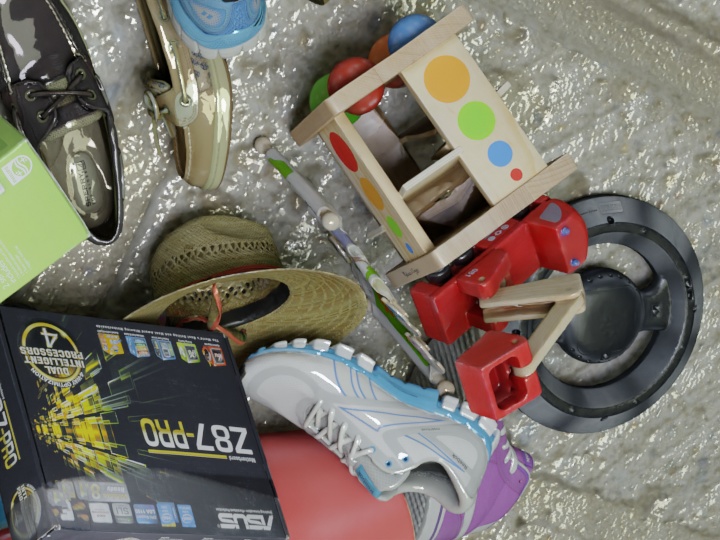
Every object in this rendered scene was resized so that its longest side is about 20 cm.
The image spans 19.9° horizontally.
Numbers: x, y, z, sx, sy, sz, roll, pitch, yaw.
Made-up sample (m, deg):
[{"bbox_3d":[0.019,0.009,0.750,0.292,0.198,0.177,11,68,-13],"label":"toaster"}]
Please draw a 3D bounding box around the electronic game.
[{"bbox_3d":[0.192,0.036,1.665,0.200,0.042,0.200,-7,107,-23],"label":"electronic game"}]

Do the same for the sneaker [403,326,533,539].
[{"bbox_3d":[0.094,0.125,1.635,0.114,0.073,0.201,-2,121,-33],"label":"sneaker"}]

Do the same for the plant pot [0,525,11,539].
[{"bbox_3d":[-0.192,0.257,1.370,0.200,0.200,0.183,-16,81,-24],"label":"plant pot"}]

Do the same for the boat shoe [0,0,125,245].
[{"bbox_3d":[-0.197,-0.108,1.366,0.073,0.065,0.200,-29,121,-15],"label":"boat shoe"}]

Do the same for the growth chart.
[{"bbox_3d":[0.000,0.000,1.481,0.018,0.145,0.200,-37,126,-4],"label":"growth chart"}]

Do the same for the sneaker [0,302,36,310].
[{"bbox_3d":[-0.229,0.113,1.443,0.115,0.075,0.200,6,117,-37],"label":"sneaker"}]

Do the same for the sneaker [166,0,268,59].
[{"bbox_3d":[-0.110,-0.238,1.301,0.078,0.090,0.200,-25,76,-15],"label":"sneaker"}]

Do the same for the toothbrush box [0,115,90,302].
[{"bbox_3d":[-0.294,-0.017,1.299,0.200,0.146,0.086,-37,124,-13],"label":"toothbrush box"}]

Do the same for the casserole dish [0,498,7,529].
[{"bbox_3d":[-0.299,0.113,1.367,0.199,0.039,0.121,0,110,7],"label":"casserole dish"}]

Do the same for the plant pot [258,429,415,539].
[{"bbox_3d":[-0.069,0.206,1.506,0.177,0.200,0.201,-16,118,-34],"label":"plant pot"}]

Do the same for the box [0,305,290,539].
[{"bbox_3d":[-0.152,0.110,1.333,0.200,0.161,0.049,11,142,-44],"label":"box"}]

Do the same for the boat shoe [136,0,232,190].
[{"bbox_3d":[-0.129,-0.151,1.390,0.063,0.073,0.200,-11,104,-19],"label":"boat shoe"}]

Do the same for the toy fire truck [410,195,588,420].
[{"bbox_3d":[0.116,0.020,1.514,0.200,0.141,0.049,-38,125,-28],"label":"toy fire truck"}]

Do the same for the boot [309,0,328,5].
[{"bbox_3d":[0.004,-0.304,1.402,0.200,0.066,0.175,-38,124,-13],"label":"boot"}]

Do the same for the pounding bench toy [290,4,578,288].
[{"bbox_3d":[0.035,-0.087,1.483,0.124,0.200,0.156,-36,92,-15],"label":"pounding bench toy"}]

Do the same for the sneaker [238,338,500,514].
[{"bbox_3d":[0.003,0.116,1.465,0.200,0.087,0.075,20,140,-8],"label":"sneaker"}]

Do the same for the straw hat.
[{"bbox_3d":[-0.101,0.008,1.449,0.201,0.085,0.201,-12,155,-6],"label":"straw hat"}]
